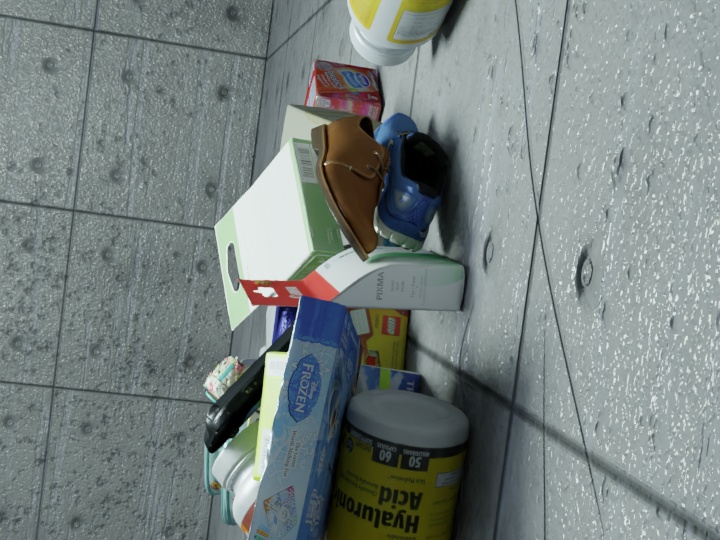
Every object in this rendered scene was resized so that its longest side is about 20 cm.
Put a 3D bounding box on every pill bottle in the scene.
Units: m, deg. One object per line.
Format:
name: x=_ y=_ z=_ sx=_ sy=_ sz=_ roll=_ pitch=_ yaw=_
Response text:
pill bottle: x=0.048 y=-0.307 z=1.202 sx=0.200 sy=0.110 sz=0.114 roll=120 pitch=154 yaw=-62
pill bottle: x=-0.059 y=0.252 z=1.165 sx=0.200 sy=0.111 sz=0.113 roll=45 pitch=143 yaw=19
pill bottle: x=0.028 y=0.216 z=0.995 sx=0.111 sy=0.109 sz=0.204 roll=-129 pitch=46 yaw=-75

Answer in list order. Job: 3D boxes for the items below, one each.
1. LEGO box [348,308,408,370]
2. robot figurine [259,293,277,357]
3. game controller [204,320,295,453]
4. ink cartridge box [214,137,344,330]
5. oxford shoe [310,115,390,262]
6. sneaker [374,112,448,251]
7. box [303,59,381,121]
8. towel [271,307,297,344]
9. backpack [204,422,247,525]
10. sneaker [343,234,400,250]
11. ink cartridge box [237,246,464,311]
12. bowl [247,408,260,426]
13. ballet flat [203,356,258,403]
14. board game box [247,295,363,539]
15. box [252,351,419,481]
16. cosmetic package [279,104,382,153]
LEGO box: x=-0.006 y=0.131 z=1.296 sx=0.149 sy=0.076 sz=0.204 roll=153 pitch=123 yaw=-75
robot figurine: x=-0.076 y=0.090 z=1.585 sx=0.168 sy=0.113 sz=0.201 roll=-35 pitch=28 yaw=15
game controller: x=-0.091 y=0.112 z=1.202 sx=0.200 sy=0.042 sz=0.105 roll=-45 pitch=-14 yaw=-26
ink cartridge box: x=-0.097 y=-0.036 z=1.310 sx=0.200 sy=0.047 sz=0.148 roll=-43 pitch=51 yaw=47
oxford shoe: x=-0.002 y=-0.091 z=1.113 sx=0.202 sy=0.070 sz=0.072 roll=-101 pitch=-16 yaw=-46
sneaker: x=0.057 y=-0.109 z=1.179 sx=0.090 sy=0.078 sz=0.202 roll=-55 pitch=24 yaw=30
box: x=-0.038 y=-0.181 z=1.604 sx=0.101 sy=0.094 sz=0.202 roll=-96 pitch=17 yaw=-51
towel: x=-0.071 y=0.006 z=1.386 sx=0.148 sy=0.049 sz=0.204 roll=128 pitch=150 yaw=-77
backpack: x=-0.136 y=0.257 z=1.574 sx=0.200 sy=0.150 sz=0.179 roll=-69 pitch=-15 yaw=-68
sneaker: x=0.000 y=0.000 z=1.344 sx=0.200 sy=0.079 sz=0.078 roll=129 pitch=148 yaw=-68
ink cartridge box: x=-0.014 y=0.003 z=1.104 sx=0.161 sy=0.196 sz=0.051 roll=-145 pitch=60 yaw=-77
bowl: x=-0.063 y=0.220 z=1.417 sx=0.200 sy=0.092 sz=0.205 roll=0 pitch=-90 yaw=-71
ballet flat: x=-0.131 y=0.145 z=1.432 sx=0.064 sy=0.075 sz=0.200 roll=-57 pitch=-16 yaw=1
board game box: x=-0.041 y=0.142 z=0.960 sx=0.200 sy=0.043 sz=0.203 roll=71 pitch=-149 yaw=-77
box: x=-0.012 y=0.153 z=1.127 sx=0.047 sy=0.198 sz=0.124 roll=-2 pitch=79 yaw=47
cosmetic package: x=-0.016 y=-0.144 z=1.352 sx=0.200 sy=0.102 sz=0.074 roll=-146 pitch=63 yaw=-62
